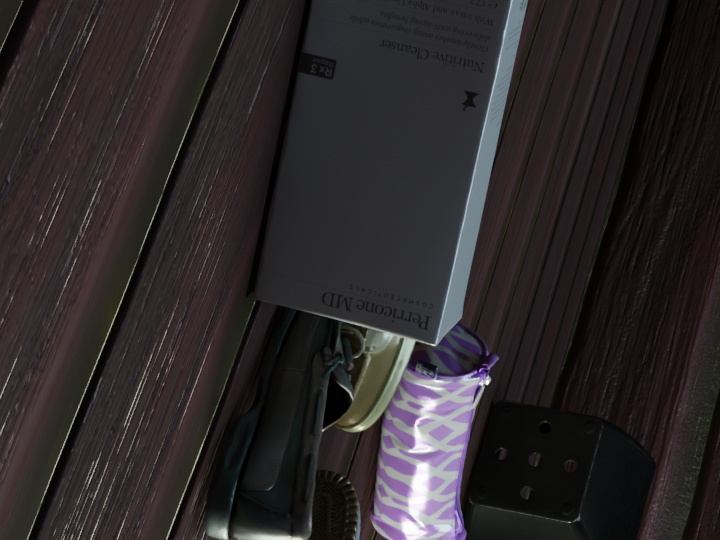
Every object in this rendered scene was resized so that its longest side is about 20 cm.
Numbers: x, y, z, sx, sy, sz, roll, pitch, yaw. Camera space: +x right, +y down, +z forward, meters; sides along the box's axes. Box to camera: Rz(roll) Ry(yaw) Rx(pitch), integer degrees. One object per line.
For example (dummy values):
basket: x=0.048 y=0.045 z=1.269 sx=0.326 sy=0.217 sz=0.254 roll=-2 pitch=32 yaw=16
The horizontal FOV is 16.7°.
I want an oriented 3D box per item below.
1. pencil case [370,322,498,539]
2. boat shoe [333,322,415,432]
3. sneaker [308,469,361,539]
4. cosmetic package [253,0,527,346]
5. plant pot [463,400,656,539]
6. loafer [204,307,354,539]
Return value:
pencil case: x=0.058 y=0.133 z=1.983 sx=0.084 sy=0.085 sz=0.201 roll=-61 pitch=164 yaw=-51
boat shoe: x=0.002 y=0.000 z=1.534 sx=0.073 sy=0.063 sz=0.202 roll=26 pitch=-78 yaw=53
sneaker: x=-0.037 y=0.243 z=1.610 sx=0.109 sy=0.070 sz=0.201 roll=83 pitch=20 yaw=-62
cosmetic package: x=0.018 y=-0.071 z=1.344 sx=0.081 sy=0.112 sz=0.202 roll=-37 pitch=138 yaw=-76
plant pot: x=0.222 y=0.260 z=2.889 sx=0.178 sy=0.198 sz=0.201 roll=65 pitch=39 yaw=-59
loafer: x=-0.033 y=0.085 z=1.415 sx=0.201 sy=0.062 sz=0.072 roll=-66 pitch=167 yaw=-47
